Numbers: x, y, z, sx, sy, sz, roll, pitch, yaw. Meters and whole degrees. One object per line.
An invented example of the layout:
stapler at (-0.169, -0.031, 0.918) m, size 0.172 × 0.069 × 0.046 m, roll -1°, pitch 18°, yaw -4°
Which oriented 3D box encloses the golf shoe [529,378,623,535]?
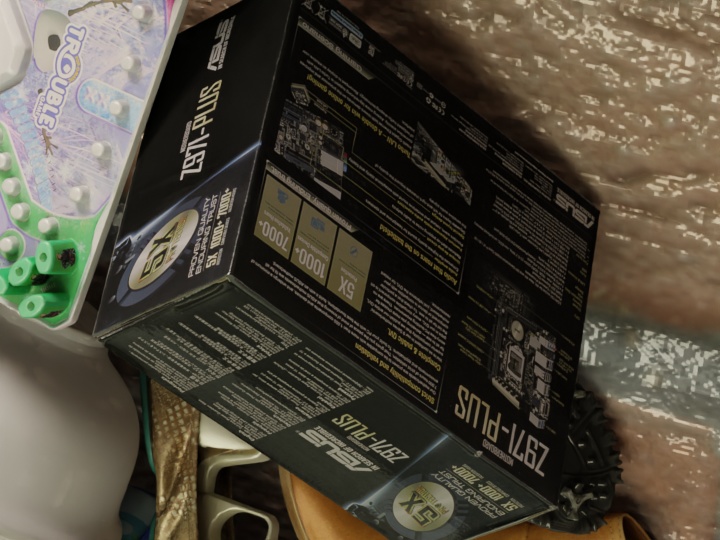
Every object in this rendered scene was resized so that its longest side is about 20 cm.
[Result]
golf shoe at (0.034, 0.061, 1.416) m, size 0.200 × 0.078 × 0.094 m, roll 35°, pitch 159°, yaw -16°

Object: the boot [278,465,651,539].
boot at (0.064, 0.136, 1.467) m, size 0.144 × 0.071 × 0.201 m, roll -21°, pitch 121°, yaw 27°

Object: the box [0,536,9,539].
box at (-0.233, 0.112, 1.432) m, size 0.200 × 0.176 × 0.097 m, roll 28°, pitch 101°, yaw -31°

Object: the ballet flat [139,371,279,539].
ballet flat at (-0.071, 0.106, 1.439) m, size 0.065 × 0.071 × 0.200 m, roll -2°, pitch 87°, yaw 17°

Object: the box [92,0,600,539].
box at (0.000, 0.000, 1.270) m, size 0.086 × 0.164 × 0.200 m, roll -24°, pitch 133°, yaw 39°

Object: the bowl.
bowl at (-0.179, 0.043, 1.397) m, size 0.201 × 0.201 × 0.090 m, roll 31°, pitch 97°, yaw -4°

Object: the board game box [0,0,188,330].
board game box at (-0.176, -0.103, 1.278) m, size 0.200 × 0.026 × 0.200 m, roll 26°, pitch 103°, yaw 25°

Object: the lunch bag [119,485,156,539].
lunch bag at (-0.075, 0.205, 1.533) m, size 0.200 × 0.082 × 0.161 m, roll 32°, pitch 149°, yaw 7°
